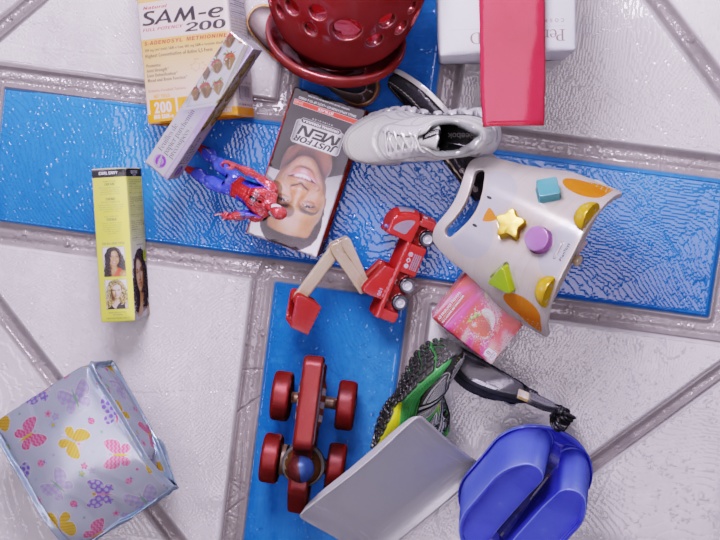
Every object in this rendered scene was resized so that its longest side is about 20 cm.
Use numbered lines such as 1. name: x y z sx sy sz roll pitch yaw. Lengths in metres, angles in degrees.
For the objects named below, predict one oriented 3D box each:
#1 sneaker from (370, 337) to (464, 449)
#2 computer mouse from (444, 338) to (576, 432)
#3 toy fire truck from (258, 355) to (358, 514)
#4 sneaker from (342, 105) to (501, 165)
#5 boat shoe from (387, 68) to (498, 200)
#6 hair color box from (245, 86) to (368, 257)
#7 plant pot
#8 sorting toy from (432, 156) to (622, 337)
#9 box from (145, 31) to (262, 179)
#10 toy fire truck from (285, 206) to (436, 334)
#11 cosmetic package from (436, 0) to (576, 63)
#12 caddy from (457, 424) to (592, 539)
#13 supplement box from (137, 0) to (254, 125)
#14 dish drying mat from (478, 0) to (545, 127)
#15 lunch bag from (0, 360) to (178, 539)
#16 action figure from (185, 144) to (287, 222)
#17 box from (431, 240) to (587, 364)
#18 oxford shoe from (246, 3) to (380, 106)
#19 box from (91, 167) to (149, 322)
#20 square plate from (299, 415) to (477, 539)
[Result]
1. sneaker: 0.087 0.166 1.651 0.085 0.078 0.200 21 127 -8
2. computer mouse: 0.181 0.155 1.626 0.200 0.140 0.046 30 91 1
3. toy fire truck: -0.070 0.209 1.626 0.112 0.168 0.200 9 84 3
4. sneaker: 0.070 -0.165 1.577 0.200 0.081 0.075 -4 103 17
5. boat shoe: 0.101 -0.174 1.645 0.200 0.074 0.060 44 91 -9
6. hair color box: -0.068 -0.128 1.662 0.101 0.061 0.200 18 96 2
7. plant pot: -0.018 -0.332 1.538 0.200 0.201 0.183 13 137 3
8. sorting toy: 0.187 -0.050 1.553 0.180 0.107 0.200 28 94 22
9. box: -0.195 -0.204 1.591 0.039 0.041 0.200 37 103 8
10. toy fire truck: 0.000 0.000 1.655 0.141 0.049 0.200 21 96 -15
11. cosmetic package: 0.176 -0.361 1.577 0.167 0.166 0.200 -2 95 4
12. caddy: 0.210 0.288 1.645 0.141 0.105 0.200 32 118 -6
13. supplement box: -0.213 -0.292 1.644 0.126 0.074 0.200 -4 94 14
14. dish drying mat: 0.177 -0.269 1.493 0.077 0.018 0.200 -1 96 3
15. lunch bag: -0.356 0.244 1.678 0.169 0.127 0.200 -34 82 3
16. action figure: -0.182 -0.116 1.616 0.200 0.099 0.065 31 100 24
17. box: 0.189 0.010 1.638 0.100 0.095 0.200 38 95 1
18. oxford shoe: -0.063 -0.284 1.643 0.200 0.073 0.071 32 96 5
19. box: -0.314 -0.035 1.679 0.050 0.075 0.200 -3 95 6
20. square plate: 0.041 0.277 1.645 0.198 0.200 0.028 -40 49 6
